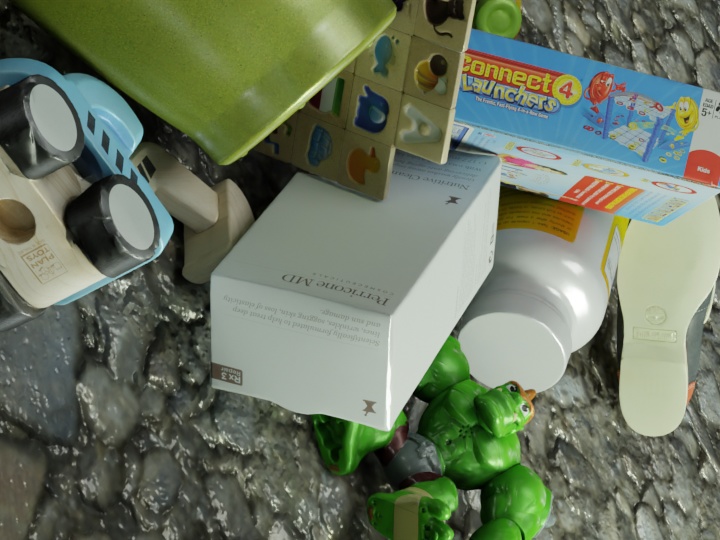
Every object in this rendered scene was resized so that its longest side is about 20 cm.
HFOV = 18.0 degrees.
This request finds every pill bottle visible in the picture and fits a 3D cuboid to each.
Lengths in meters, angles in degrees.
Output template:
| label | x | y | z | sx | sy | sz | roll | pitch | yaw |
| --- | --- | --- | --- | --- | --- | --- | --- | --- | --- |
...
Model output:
| label | x | y | z | sx | sy | sz | roll | pitch | yaw |
| --- | --- | --- | --- | --- | --- | --- | --- | --- | --- |
| pill bottle | 0.121 | -0.012 | 1.519 | 0.104 | 0.104 | 0.200 | 49 | 39 | -24 |

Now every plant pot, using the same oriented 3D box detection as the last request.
| label | x | y | z | sx | sy | sz | roll | pitch | yaw |
| --- | --- | --- | --- | --- | --- | --- | --- | --- | --- |
| plant pot | -0.088 | -0.167 | 1.217 | 0.193 | 0.200 | 0.200 | 49 | 37 | -7 |

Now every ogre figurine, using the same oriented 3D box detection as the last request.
| label | x | y | z | sx | sy | sz | roll | pitch | yaw |
| --- | --- | --- | --- | --- | --- | --- | --- | --- | --- |
| ogre figurine | 0.043 | 0.106 | 1.360 | 0.120 | 0.098 | 0.200 | -18 | 53 | -44 |

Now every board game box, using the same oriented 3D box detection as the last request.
| label | x | y | z | sx | sy | sz | roll | pitch | yaw |
| --- | --- | --- | --- | --- | --- | --- | --- | --- | --- |
| board game box | 0.115 | -0.087 | 1.384 | 0.195 | 0.200 | 0.056 | 14 | 85 | -2 |

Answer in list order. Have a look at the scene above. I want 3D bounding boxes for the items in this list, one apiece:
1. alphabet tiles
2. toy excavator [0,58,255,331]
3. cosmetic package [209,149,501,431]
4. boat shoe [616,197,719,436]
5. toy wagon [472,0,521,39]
| label | x | y | z | sx | sy | sz | roll | pitch | yaw |
| --- | --- | --- | --- | --- | --- | --- | --- | --- | --- |
| alphabet tiles | -0.026 | -0.138 | 1.296 | 0.006 | 0.199 | 0.167 | -23 | 129 | -53 |
| toy excavator | -0.136 | -0.045 | 1.215 | 0.195 | 0.100 | 0.200 | 54 | 28 | -19 |
| cosmetic package | 0.000 | 0.000 | 1.307 | 0.200 | 0.112 | 0.082 | -55 | 152 | -57 |
| boat shoe | 0.217 | 0.017 | 1.602 | 0.063 | 0.071 | 0.201 | -56 | 152 | -61 |
| toy wagon | 0.070 | -0.194 | 1.529 | 0.039 | 0.155 | 0.201 | -6 | 109 | -16 |
